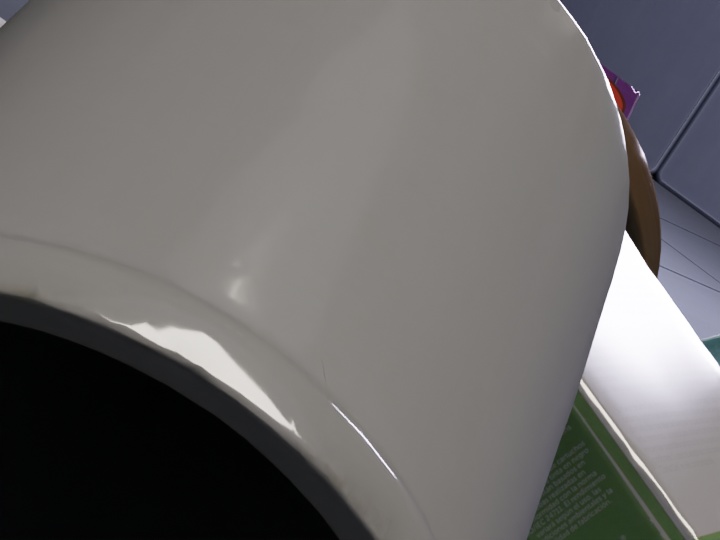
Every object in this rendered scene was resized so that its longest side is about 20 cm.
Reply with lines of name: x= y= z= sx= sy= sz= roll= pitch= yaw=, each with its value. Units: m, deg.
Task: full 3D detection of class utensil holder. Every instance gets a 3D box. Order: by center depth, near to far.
utensil holder: x=-0.037 y=0.023 z=0.522 sx=0.170 sy=0.170 sz=0.200 roll=32 pitch=35 yaw=-3

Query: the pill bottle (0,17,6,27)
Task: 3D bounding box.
pill bottle: x=-0.228 y=-0.109 z=0.910 sx=0.200 sy=0.111 sz=0.111 roll=34 pitch=10 yaw=8

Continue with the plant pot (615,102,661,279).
plant pot: x=0.000 y=0.000 z=0.854 sx=0.201 sy=0.201 sz=0.093 roll=32 pitch=37 yaw=-3

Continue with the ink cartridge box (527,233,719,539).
ink cartridge box: x=0.051 y=0.009 z=0.704 sx=0.200 sy=0.048 sz=0.146 roll=55 pitch=19 yaw=15

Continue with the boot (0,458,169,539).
boot: x=-0.083 y=0.084 z=0.608 sx=0.200 sy=0.075 sz=0.107 roll=40 pitch=31 yaw=6

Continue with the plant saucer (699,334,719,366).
plant saucer: x=0.121 y=0.043 z=0.834 sx=0.200 sy=0.019 sz=0.070 roll=-11 pitch=15 yaw=-33

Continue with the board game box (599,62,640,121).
board game box: x=0.043 y=-0.055 z=1.011 sx=0.120 sy=0.032 sz=0.200 roll=39 pitch=37 yaw=-8
